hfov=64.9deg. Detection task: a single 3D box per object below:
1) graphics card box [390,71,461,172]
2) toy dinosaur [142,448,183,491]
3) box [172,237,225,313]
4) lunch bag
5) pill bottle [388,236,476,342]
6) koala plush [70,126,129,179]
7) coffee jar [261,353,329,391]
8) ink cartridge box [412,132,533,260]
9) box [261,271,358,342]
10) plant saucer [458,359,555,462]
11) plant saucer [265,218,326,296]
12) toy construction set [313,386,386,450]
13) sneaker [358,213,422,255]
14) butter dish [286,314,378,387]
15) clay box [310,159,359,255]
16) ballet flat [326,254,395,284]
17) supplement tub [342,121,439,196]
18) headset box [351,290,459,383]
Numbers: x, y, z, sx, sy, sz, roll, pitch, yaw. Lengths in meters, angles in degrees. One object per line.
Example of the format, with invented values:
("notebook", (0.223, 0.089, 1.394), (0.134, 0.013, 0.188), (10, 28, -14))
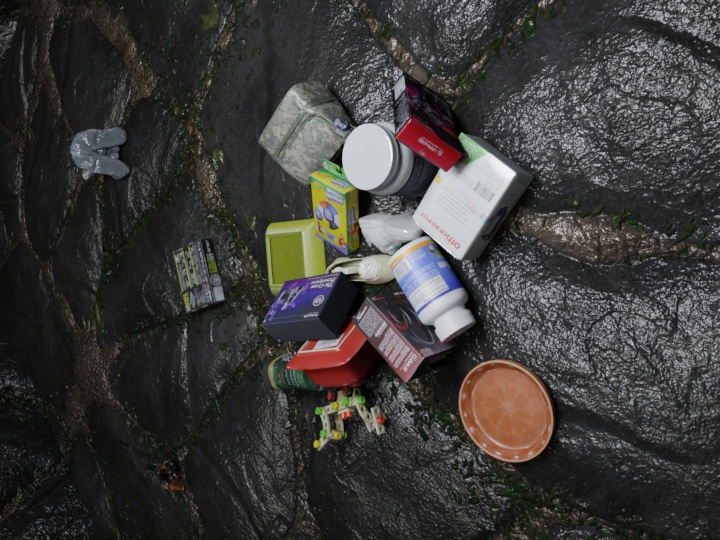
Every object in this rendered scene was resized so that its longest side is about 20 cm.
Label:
("graphics card box", (0.122, -0.288, 1.081), (0.051, 0.125, 0.201), (-47, 27, 33))
("toy dinosaur", (-0.653, 0.693, 1.924), (0.198, 0.102, 0.137), (-2, 117, 25))
("box", (-0.496, 0.018, 1.734), (0.159, 0.044, 0.202), (-20, 82, 39))
("lunch bag", (-0.115, -0.316, 1.322), (0.168, 0.139, 0.200), (47, 125, 3))
("pill bottle", (0.151, 0.041, 1.162), (0.112, 0.112, 0.201), (-43, 69, 34))
("koala plush", (-0.932, -0.406, 1.978), (0.199, 0.183, 0.179), (5, 98, 51))
("coffee jar", (-0.155, 0.257, 1.440), (0.199, 0.104, 0.086), (-9, 101, 39))
("ink cartridge box", (0.214, -0.141, 1.106), (0.145, 0.087, 0.201), (45, 119, 28))
("box", (-0.120, 0.088, 1.333), (0.199, 0.079, 0.142), (-11, 44, 41))
("plant saucer", (0.290, 0.276, 1.125), (0.199, 0.032, 0.202), (5, 99, 38))
("plant saucer", (-0.178, -0.028, 1.465), (0.198, 0.048, 0.202), (-2, 94, 39))
("toy construction set", (-0.033, 0.352, 1.359), (0.199, 0.092, 0.132), (-21, 57, 31))
("sneaker", (0.073, -0.073, 1.236), (0.199, 0.075, 0.089), (17, 123, 58))
("butter dish", (-0.036, 0.205, 1.314), (0.199, 0.200, 0.149), (-11, 114, 38))
("clay box", (-0.058, -0.146, 1.302), (0.115, 0.047, 0.201), (31, 142, 33))
("ballet flat", (0.000, 0.000, 1.311), (0.199, 0.069, 0.070), (-4, 92, 39))
("supplement tub", (0.073, -0.222, 1.139), (0.139, 0.199, 0.142), (5, 98, 38))
("headset box", (0.102, 0.139, 1.189), (0.200, 0.148, 0.075), (47, 121, 27))
